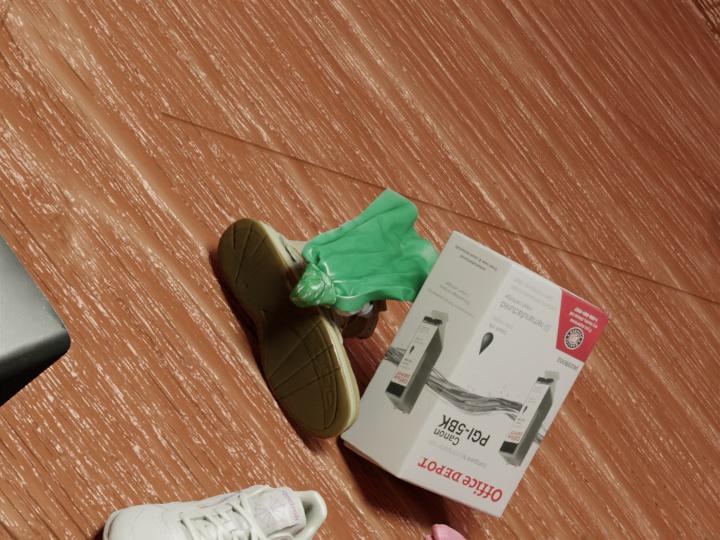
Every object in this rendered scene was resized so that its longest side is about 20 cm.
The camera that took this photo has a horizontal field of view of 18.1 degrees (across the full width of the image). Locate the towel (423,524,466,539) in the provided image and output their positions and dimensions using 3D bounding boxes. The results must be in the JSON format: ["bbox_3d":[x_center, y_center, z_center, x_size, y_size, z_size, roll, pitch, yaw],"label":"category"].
[{"bbox_3d":[0.126,0.311,1.864,0.146,0.030,0.200,27,35,-42],"label":"towel"}]

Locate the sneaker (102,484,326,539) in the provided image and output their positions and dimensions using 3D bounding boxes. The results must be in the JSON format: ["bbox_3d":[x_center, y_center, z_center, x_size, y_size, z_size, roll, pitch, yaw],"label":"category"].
[{"bbox_3d":[-0.100,0.177,1.565,0.200,0.100,0.075,0,59,-58],"label":"sneaker"}]

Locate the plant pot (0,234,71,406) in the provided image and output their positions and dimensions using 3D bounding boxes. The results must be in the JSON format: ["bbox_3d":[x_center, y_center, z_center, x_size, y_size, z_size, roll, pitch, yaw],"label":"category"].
[{"bbox_3d":[-0.322,0.036,1.272,0.200,0.200,0.177,54,35,2],"label":"plant pot"}]

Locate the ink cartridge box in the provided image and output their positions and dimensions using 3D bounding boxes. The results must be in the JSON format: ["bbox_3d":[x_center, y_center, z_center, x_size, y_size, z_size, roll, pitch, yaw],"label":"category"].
[{"bbox_3d":[0.096,0.089,1.884,0.147,0.200,0.083,25,4,-44],"label":"ink cartridge box"}]

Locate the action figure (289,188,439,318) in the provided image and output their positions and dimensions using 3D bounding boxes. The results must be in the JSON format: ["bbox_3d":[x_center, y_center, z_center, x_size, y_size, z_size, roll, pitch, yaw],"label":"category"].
[{"bbox_3d":[0.000,0.000,1.863,0.118,0.055,0.200,54,28,11],"label":"action figure"}]

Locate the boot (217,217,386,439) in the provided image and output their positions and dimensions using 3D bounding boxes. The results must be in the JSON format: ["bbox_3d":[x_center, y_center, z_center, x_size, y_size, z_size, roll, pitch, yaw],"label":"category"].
[{"bbox_3d":[-0.027,0.051,1.895,0.155,0.072,0.200,11,47,-59],"label":"boot"}]
